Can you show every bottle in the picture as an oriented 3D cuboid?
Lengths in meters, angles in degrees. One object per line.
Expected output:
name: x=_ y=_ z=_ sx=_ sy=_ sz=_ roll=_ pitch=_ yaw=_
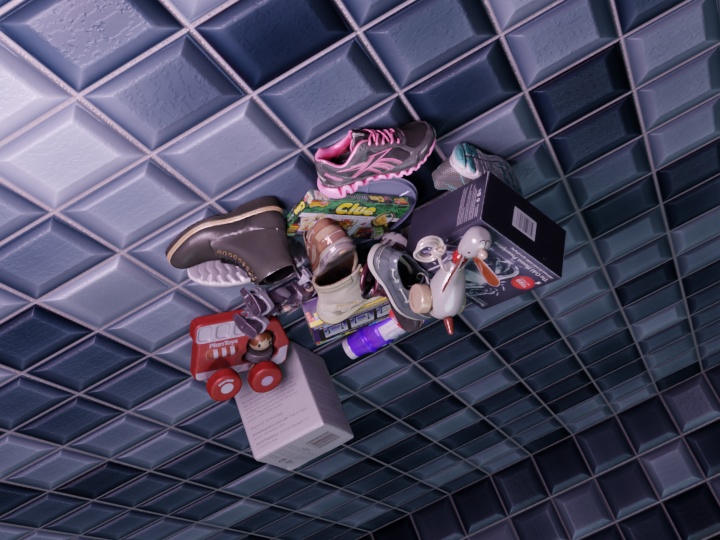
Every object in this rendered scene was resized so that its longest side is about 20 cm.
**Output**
bottle: x=0.054 y=0.117 z=2.047 sx=0.200 sy=0.065 sz=0.084 roll=-33 pitch=177 yaw=17

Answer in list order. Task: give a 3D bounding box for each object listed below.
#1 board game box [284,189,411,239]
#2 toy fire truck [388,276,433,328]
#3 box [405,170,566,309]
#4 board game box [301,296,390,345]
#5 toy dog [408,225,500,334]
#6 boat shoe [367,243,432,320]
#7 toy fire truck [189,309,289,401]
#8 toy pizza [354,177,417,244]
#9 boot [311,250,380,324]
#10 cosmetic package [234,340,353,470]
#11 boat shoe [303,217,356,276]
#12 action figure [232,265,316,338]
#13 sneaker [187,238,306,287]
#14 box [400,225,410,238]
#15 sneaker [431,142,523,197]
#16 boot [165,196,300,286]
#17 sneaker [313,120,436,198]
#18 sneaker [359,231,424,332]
board game box: x=-0.023 y=-0.089 z=1.604 sx=0.200 sy=0.023 sz=0.105 roll=1 pitch=146 yaw=-37
toy fire truck: x=0.150 y=0.025 z=1.852 sx=0.200 sy=0.049 sz=0.141 roll=-29 pitch=162 yaw=-48
box: x=0.211 y=-0.044 z=1.661 sx=0.200 sy=0.104 sz=0.182 roll=33 pitch=143 yaw=-27
board game box: x=-0.008 y=0.070 z=1.907 sx=0.200 sy=0.057 sz=0.165 roll=-21 pitch=163 yaw=-5
toy dog: x=0.154 y=0.027 z=1.577 sx=0.132 sy=0.096 sz=0.200 roll=-14 pitch=147 yaw=-12
boat shoe: x=0.085 y=0.026 z=1.659 sx=0.062 sy=0.073 sz=0.200 roll=8 pitch=151 yaw=41
toy fire truck: x=-0.227 y=0.143 z=1.861 sx=0.200 sy=0.112 sz=0.168 roll=-10 pitch=132 yaw=-26
toy pizza: x=-0.001 y=-0.104 z=1.651 sx=0.200 sy=0.032 sz=0.200 roll=-16 pitch=154 yaw=-8
boot: x=0.000 y=0.000 z=1.759 sx=0.200 sy=0.072 sz=0.155 roll=-36 pitch=155 yaw=-15
cosmetic package: x=-0.145 y=0.284 z=2.058 sx=0.166 sy=0.200 sz=0.167 roll=-29 pitch=152 yaw=12
boat shoe: x=-0.054 y=-0.043 z=1.572 sx=0.076 sy=0.072 sz=0.200 roll=-31 pitch=176 yaw=-15
action figure: x=-0.142 y=0.048 z=1.755 sx=0.130 sy=0.069 sz=0.200 roll=-54 pitch=165 yaw=31
sneaker: x=-0.192 y=0.001 z=1.651 sx=0.200 sy=0.075 sz=0.082 roll=-6 pitch=156 yaw=-22
box: x=0.181 y=-0.073 z=1.793 sx=0.200 sy=0.068 sz=0.082 roll=-27 pitch=139 yaw=8
sneaker: x=0.199 y=-0.154 z=1.685 sx=0.200 sy=0.078 sz=0.091 roll=20 pitch=138 yaw=-42
boot: x=-0.201 y=-0.017 z=1.541 sx=0.200 sy=0.138 sz=0.077 roll=-27 pitch=153 yaw=10
sneaker: x=0.019 y=-0.184 z=1.493 sx=0.200 sy=0.079 sz=0.095 roll=-25 pitch=141 yaw=0
sneaker: x=0.045 y=0.041 z=1.717 sx=0.115 sy=0.076 sz=0.200 roll=-39 pitch=124 yaw=-40
